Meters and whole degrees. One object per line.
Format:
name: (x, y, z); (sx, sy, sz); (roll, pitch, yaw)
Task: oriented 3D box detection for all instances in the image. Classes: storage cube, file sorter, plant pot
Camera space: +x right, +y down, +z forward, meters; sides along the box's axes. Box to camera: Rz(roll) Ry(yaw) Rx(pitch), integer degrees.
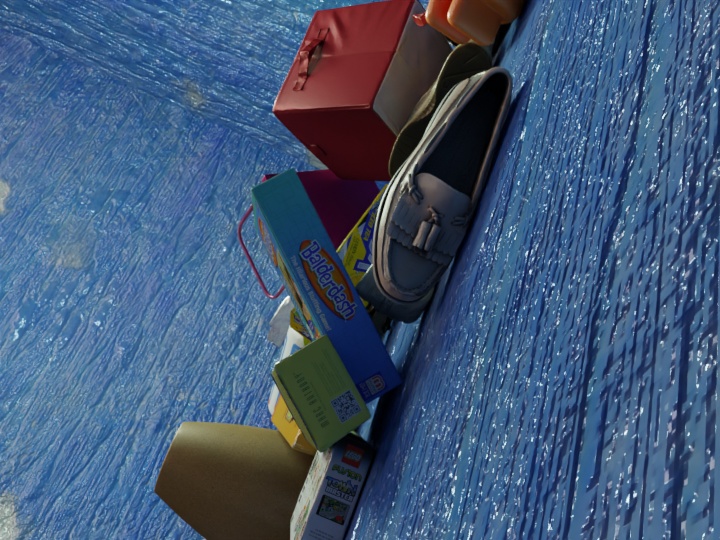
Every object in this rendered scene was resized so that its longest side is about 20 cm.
storage cube: (0.020, -0.237, 1.122); (0.200, 0.177, 0.174); (41, -115, -45)
file sorter: (-0.061, -0.053, 1.221); (0.197, 0.141, 0.126); (-11, -25, -43)
plant pot: (-0.153, 0.274, 1.050); (0.186, 0.196, 0.190); (-158, 90, -87)

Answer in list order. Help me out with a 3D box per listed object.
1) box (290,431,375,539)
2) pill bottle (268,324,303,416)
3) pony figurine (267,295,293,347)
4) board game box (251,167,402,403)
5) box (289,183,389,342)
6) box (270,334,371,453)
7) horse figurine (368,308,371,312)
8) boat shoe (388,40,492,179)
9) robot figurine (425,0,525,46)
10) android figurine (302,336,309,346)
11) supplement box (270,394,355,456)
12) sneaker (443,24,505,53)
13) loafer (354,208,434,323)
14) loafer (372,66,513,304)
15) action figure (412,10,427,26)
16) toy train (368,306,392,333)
box: (-0.030, 0.201, 0.759); (0.200, 0.034, 0.112); (123, 169, -82)
pill bottle: (-0.067, 0.136, 1.275); (0.113, 0.110, 0.204); (-72, 0, -71)
pony figurine: (-0.045, 0.066, 1.400); (0.197, 0.164, 0.200); (-67, -16, 7)
board game box: (-0.035, 0.024, 0.751); (0.044, 0.203, 0.152); (-27, -5, -9)
box: (0.000, 0.000, 0.985); (0.201, 0.069, 0.064); (-54, -6, -19)
box: (-0.039, 0.104, 0.702); (0.049, 0.076, 0.200); (-29, -5, -11)
horse figurine: (0.022, 0.025, 1.098); (0.201, 0.049, 0.135); (-67, -6, -56)
boat shoe: (0.098, -0.186, 0.996); (0.203, 0.072, 0.063); (-64, -3, 34)
robot figurine: (0.140, -0.345, 0.878); (0.144, 0.114, 0.204); (-43, -26, -88)
android figurine: (-0.030, 0.074, 1.118); (0.200, 0.040, 0.187); (12, -99, -74)
supplement box: (-0.057, 0.173, 0.983); (0.200, 0.068, 0.068); (170, 123, -79)
sneaker: (0.136, -0.316, 1.048); (0.200, 0.086, 0.077); (-146, 79, -88)
loafer: (0.048, -0.046, 0.755); (0.070, 0.069, 0.202); (117, 174, -51)
loafer: (0.066, -0.072, 0.650); (0.203, 0.071, 0.063); (-66, 8, -16)
action figure: (0.133, -0.380, 0.999); (0.198, 0.066, 0.099); (-32, 34, 0)
toy train: (0.043, 0.006, 0.898); (0.201, 0.034, 0.046); (114, -179, -52)
